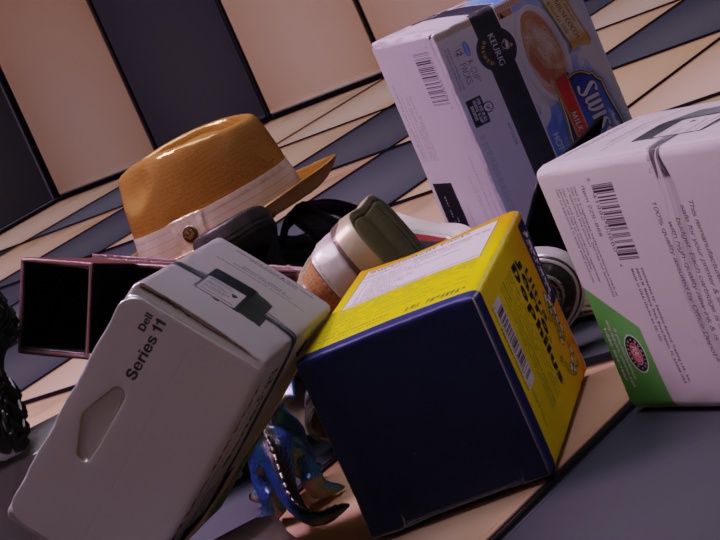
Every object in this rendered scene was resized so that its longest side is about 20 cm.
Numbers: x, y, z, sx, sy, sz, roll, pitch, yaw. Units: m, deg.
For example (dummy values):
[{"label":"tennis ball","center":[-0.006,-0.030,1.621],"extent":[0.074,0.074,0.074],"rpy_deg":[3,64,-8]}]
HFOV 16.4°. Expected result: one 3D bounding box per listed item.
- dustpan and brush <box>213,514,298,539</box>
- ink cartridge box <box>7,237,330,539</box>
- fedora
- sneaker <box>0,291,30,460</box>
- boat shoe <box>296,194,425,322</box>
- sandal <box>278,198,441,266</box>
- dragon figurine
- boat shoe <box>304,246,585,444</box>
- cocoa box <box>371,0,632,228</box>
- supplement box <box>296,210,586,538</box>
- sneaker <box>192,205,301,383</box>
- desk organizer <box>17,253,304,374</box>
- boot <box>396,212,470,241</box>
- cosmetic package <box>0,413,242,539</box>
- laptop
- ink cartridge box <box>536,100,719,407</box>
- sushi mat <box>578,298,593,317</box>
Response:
[{"label":"dustpan and brush","center":[-0.072,0.178,1.244],"extent":[0.139,0.057,0.200],"rpy_deg":[-28,3,-14]},{"label":"ink cartridge box","center":[-0.098,0.073,1.344],"extent":[0.147,0.083,0.200],"rpy_deg":[-60,-5,12]},{"label":"fedora","center":[-0.118,-0.063,1.886],"extent":[0.200,0.082,0.201],"rpy_deg":[-28,7,4]},{"label":"sneaker","center":[-0.269,0.060,1.637],"extent":[0.079,0.074,0.201],"rpy_deg":[-32,37,16]},{"label":"boat shoe","center":[0.000,0.000,1.616],"extent":[0.068,0.075,0.200],"rpy_deg":[-42,-10,11]},{"label":"sandal","center":[-0.006,-0.028,1.856],"extent":[0.200,0.048,0.075],"rpy_deg":[4,7,41]},{"label":"dragon figurine","center":[-0.057,0.094,1.493],"extent":[0.059,0.100,0.200],"rpy_deg":[-24,13,-1]},{"label":"boat shoe","center":[0.054,0.054,1.569],"extent":[0.199,0.071,0.064],"rpy_deg":[-31,7,9]},{"label":"cocoa box","center":[0.121,-0.112,1.915],"extent":[0.131,0.201,0.133],"rpy_deg":[-26,9,-17]},{"label":"supplement box","center":[0.051,0.055,1.416],"extent":[0.108,0.110,0.200],"rpy_deg":[-21,10,16]},{"label":"sneaker","center":[-0.064,0.022,1.771],"extent":[0.060,0.105,0.200],"rpy_deg":[-29,-9,-2]},{"label":"desk organizer","center":[-0.132,0.029,1.665],"extent":[0.199,0.072,0.077],"rpy_deg":[3,2,37]},{"label":"boot","center":[-0.006,0.017,1.937],"extent":[0.144,0.073,0.200],"rpy_deg":[-30,14,-25]},{"label":"cosmetic package","center":[-0.191,0.141,1.643],"extent":[0.199,0.091,0.107],"rpy_deg":[-29,10,-14]},{"label":"laptop","center":[0.078,-0.006,1.725],"extent":[0.199,0.104,0.177],"rpy_deg":[-20,9,25]},{"label":"ink cartridge box","center":[0.197,-0.010,1.293],"extent":[0.084,0.147,0.200],"rpy_deg":[-27,10,-25]},{"label":"sushi mat","center":[0.227,-0.002,1.600],"extent":[0.095,0.012,0.200],"rpy_deg":[-29,10,-33]}]
